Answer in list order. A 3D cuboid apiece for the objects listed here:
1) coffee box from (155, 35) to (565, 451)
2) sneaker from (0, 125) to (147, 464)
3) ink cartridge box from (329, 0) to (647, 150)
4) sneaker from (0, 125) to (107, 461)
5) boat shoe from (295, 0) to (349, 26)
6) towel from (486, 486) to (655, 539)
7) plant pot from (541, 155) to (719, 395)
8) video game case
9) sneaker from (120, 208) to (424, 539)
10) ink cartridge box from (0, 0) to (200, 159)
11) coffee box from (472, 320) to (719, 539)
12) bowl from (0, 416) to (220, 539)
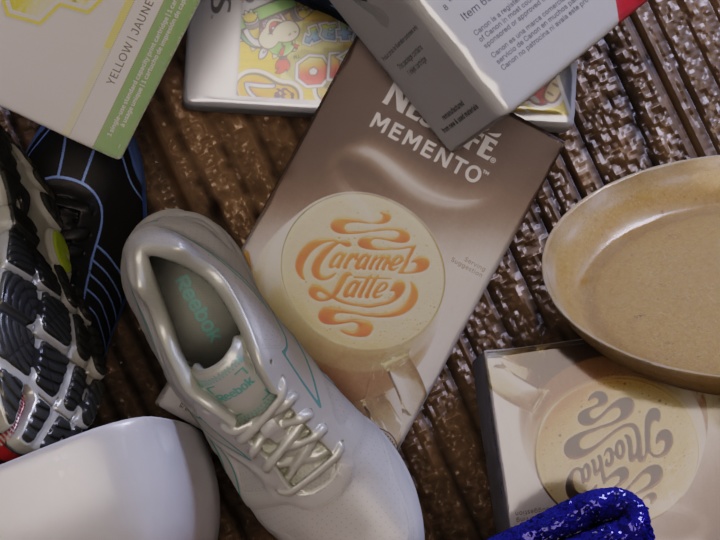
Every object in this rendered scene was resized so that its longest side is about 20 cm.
[{"bbox_3d":[0.000,0.000,0.893,0.114,0.080,0.200,28,92,1],"label":"coffee box"},{"bbox_3d":[-0.149,0.011,0.901,0.070,0.078,0.200,8,84,1],"label":"sneaker"},{"bbox_3d":[0.040,-0.178,0.817,0.144,0.084,0.200,-39,93,-16],"label":"ink cartridge box"},{"bbox_3d":[-0.172,0.018,0.828,0.085,0.077,0.200,-32,42,10],"label":"sneaker"},{"bbox_3d":[-0.005,-0.164,0.903,0.200,0.069,0.084,25,84,3],"label":"boat shoe"},{"bbox_3d":[0.076,0.182,0.835,0.147,0.200,0.050,-26,55,-3],"label":"towel"},{"bbox_3d":[0.186,0.004,0.871,0.200,0.200,0.028,-7,122,-2],"label":"plant pot"},{"bbox_3d":[0.014,-0.167,0.949,0.200,0.023,0.182,3,85,-1],"label":"video game case"},{"bbox_3d":[-0.045,0.062,0.818,0.070,0.080,0.200,-38,92,3],"label":"sneaker"},{"bbox_3d":[-0.170,-0.159,0.853,0.200,0.048,0.146,25,108,-15],"label":"ink cartridge box"},{"bbox_3d":[0.162,0.083,0.900,0.200,0.080,0.113,-7,84,-2],"label":"coffee box"},{"bbox_3d":[-0.153,0.138,0.825,0.200,0.200,0.075,-25,80,0],"label":"bowl"}]
